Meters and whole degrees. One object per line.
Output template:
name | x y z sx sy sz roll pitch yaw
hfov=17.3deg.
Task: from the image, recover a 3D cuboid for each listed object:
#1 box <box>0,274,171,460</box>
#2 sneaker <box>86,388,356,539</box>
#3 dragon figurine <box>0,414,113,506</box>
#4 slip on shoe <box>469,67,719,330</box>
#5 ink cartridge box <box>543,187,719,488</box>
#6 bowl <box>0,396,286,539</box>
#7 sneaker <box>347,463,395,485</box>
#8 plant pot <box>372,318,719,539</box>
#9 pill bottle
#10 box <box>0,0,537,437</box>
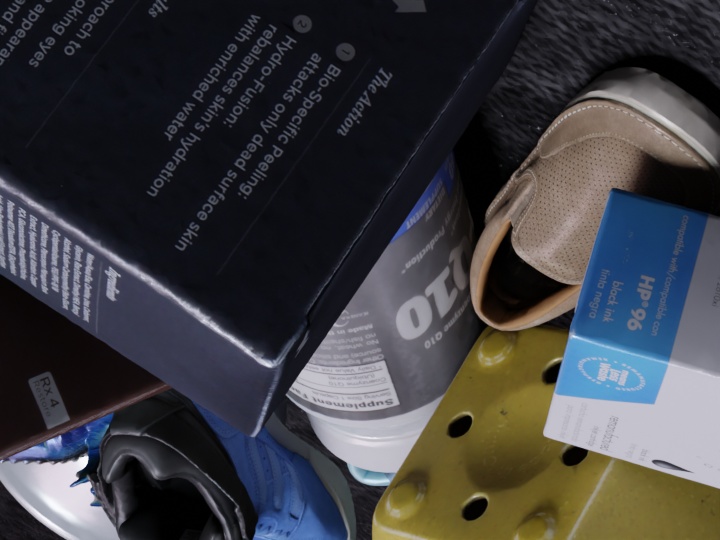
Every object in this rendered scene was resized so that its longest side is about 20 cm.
box | -0.149 0.026 0.980 0.075 0.200 0.100 -26 88 46
sneaker | -0.067 0.115 1.137 0.076 0.111 0.200 0 138 24
dragon figurine | -0.135 0.088 1.258 0.100 0.200 0.059 53 176 19
slip on shoe | 0.092 -0.023 0.981 0.076 0.061 0.200 37 160 -7
ink cartridge box | 0.179 0.046 0.921 0.199 0.068 0.116 16 158 6
bowl | -0.119 0.062 1.370 0.201 0.201 0.090 37 135 -5
sneaker | 0.055 0.086 1.252 0.074 0.082 0.200 38 157 -12
plant pot | 0.122 0.127 1.069 0.194 0.196 0.200 10 150 49
pill bottle | 0.000 0.000 1.082 0.114 0.114 0.200 23 152 29
box | -0.066 -0.078 0.909 0.200 0.197 0.117 33 161 4
